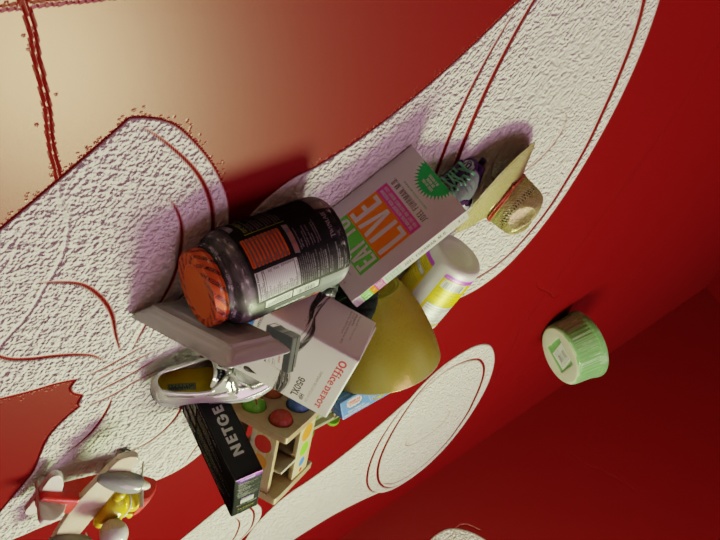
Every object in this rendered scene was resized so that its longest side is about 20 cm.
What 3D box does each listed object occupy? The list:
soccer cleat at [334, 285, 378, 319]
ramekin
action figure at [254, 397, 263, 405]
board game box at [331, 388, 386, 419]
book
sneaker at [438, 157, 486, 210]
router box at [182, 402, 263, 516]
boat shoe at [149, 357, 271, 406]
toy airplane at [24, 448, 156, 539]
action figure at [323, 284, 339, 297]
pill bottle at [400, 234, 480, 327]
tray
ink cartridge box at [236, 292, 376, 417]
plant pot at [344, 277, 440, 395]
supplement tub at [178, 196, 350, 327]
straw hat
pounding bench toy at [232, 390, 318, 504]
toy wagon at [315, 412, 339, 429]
[{"bbox_3d":[0.000,0.000,1.321,0.081,0.066,0.202,72,30,-55],"label":"soccer cleat"},{"bbox_3d":[0.608,0.227,2.578,0.097,0.201,0.201,-20,153,-19],"label":"ramekin"},{"bbox_3d":[-0.130,0.147,1.462,0.199,0.099,0.065,-36,156,2],"label":"action figure"},{"bbox_3d":[-0.026,0.174,1.553,0.150,0.199,0.037,-25,117,-27],"label":"board game box"},{"bbox_3d":[0.035,-0.061,1.259,0.199,0.134,0.048,-39,153,2],"label":"book"},{"bbox_3d":[0.133,-0.133,1.354,0.088,0.074,0.200,-60,167,22],"label":"sneaker"},{"bbox_3d":[-0.218,0.262,1.403,0.051,0.201,0.150,-20,153,-23],"label":"router box"},{"bbox_3d":[-0.208,0.152,1.325,0.199,0.076,0.086,-4,161,-17],"label":"boat shoe"},{"bbox_3d":[-0.411,0.366,1.393,0.198,0.142,0.201,-29,156,-18],"label":"toy airplane"},{"bbox_3d":[-0.120,0.067,1.382,0.198,0.055,0.119,-27,158,-14],"label":"action figure"},{"bbox_3d":[0.119,0.037,1.607,0.104,0.105,0.201,-9,144,-49],"label":"pill bottle"},{"bbox_3d":[-0.190,0.071,1.138,0.107,0.198,0.023,-9,113,-48],"label":"tray"},{"bbox_3d":[-0.097,0.094,1.259,0.145,0.198,0.085,-61,-179,43],"label":"ink cartridge box"},{"bbox_3d":[0.027,0.090,1.493,0.198,0.199,0.144,-24,118,-29],"label":"plant pot"},{"bbox_3d":[-0.121,-0.009,1.140,0.198,0.123,0.123,-22,153,-31],"label":"supplement tub"},{"bbox_3d":[0.252,-0.110,1.482,0.201,0.085,0.201,-47,172,-8],"label":"straw hat"},{"bbox_3d":[-0.184,0.263,1.538,0.124,0.198,0.158,-34,142,-56],"label":"pounding bench toy"},{"bbox_3d":[-0.089,0.293,1.865,0.198,0.040,0.156,-22,152,-31],"label":"toy wagon"}]
